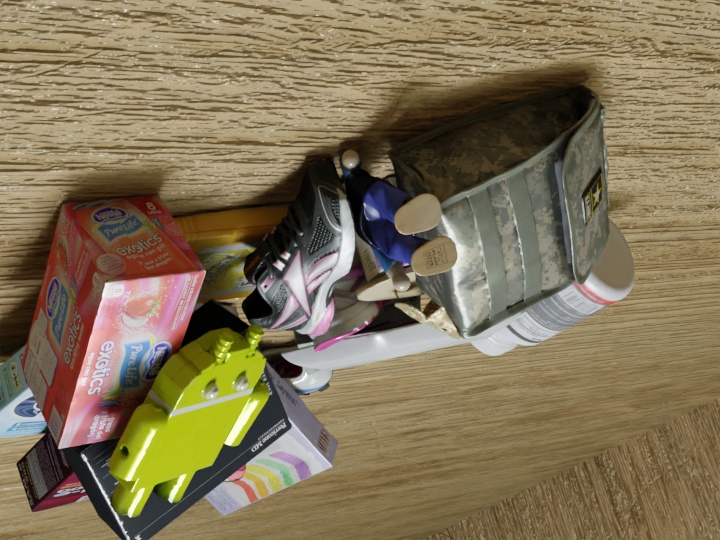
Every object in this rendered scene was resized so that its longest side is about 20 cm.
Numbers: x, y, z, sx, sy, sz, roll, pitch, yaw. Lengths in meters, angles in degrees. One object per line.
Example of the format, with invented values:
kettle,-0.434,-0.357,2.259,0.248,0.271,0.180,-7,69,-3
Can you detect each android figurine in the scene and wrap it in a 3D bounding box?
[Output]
android figurine,-0.149,0.130,1.376,0.182,0.041,0.201,-8,133,-60

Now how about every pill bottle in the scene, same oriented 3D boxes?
pill bottle,0.210,0.017,1.801,0.115,0.117,0.200,-1,157,-46

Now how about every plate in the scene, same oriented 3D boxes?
plate,0.045,0.075,1.643,0.199,0.033,0.199,-9,177,-33

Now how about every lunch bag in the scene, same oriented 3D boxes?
lunch bag,0.144,-0.060,1.398,0.199,0.118,0.165,-25,132,-14

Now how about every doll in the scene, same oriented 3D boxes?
doll,0.021,-0.044,1.361,0.048,0.137,0.200,-27,-159,-13

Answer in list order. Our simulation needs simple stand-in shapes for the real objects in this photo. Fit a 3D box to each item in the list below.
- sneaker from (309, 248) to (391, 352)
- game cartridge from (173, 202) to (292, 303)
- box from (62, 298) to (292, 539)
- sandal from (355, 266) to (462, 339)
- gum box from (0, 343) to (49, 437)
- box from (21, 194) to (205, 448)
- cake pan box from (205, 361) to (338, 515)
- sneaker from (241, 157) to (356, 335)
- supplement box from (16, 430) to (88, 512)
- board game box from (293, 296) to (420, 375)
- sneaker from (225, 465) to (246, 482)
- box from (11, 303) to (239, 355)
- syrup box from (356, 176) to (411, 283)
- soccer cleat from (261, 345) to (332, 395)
sneaker,0.000,0.000,1.576,0.081,0.089,0.200,-30,-175,39
game cartridge,-0.141,-0.009,1.480,0.199,0.033,0.176,-10,161,-33
box,-0.179,0.146,1.483,0.200,0.079,0.142,-36,129,-21
sandal,0.101,0.032,1.526,0.210,0.070,0.078,-9,162,-30
gum box,-0.280,0.109,1.543,0.169,0.045,0.200,-1,154,-44
box,-0.216,0.044,1.330,0.094,0.103,0.201,-7,136,-34
cake pan box,-0.156,0.192,1.891,0.183,0.052,0.200,-27,118,24
sneaker,-0.061,-0.010,1.404,0.086,0.081,0.201,-5,133,-20
supplement box,-0.269,0.184,1.604,0.108,0.061,0.200,-10,161,-35
board game box,-0.007,0.048,1.754,0.146,0.065,0.200,-17,162,-4
sneaker,-0.172,0.170,1.802,0.086,0.074,0.201,-25,124,11
box,-0.242,0.078,1.634,0.155,0.041,0.199,-28,162,27
syrup box,0.090,-0.043,1.540,0.199,0.079,0.081,-4,158,-40
soccer cleat,-0.132,0.135,1.916,0.199,0.070,0.086,-23,143,16
